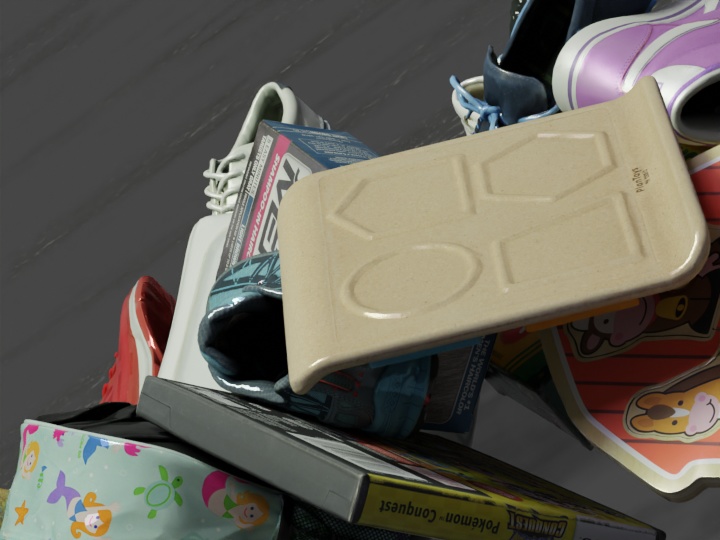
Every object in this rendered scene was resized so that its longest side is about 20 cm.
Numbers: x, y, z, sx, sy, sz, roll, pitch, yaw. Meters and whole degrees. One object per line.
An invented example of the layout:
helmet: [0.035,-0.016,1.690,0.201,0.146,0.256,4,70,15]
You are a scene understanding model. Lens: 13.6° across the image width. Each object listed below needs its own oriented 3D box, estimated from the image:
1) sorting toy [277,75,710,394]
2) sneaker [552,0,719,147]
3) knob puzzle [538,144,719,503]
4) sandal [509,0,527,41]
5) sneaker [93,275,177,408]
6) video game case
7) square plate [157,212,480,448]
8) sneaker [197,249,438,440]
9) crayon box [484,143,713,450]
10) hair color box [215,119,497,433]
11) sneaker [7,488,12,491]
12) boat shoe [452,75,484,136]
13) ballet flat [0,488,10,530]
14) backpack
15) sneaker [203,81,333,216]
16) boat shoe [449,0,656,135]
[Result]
sorting toy: [0.058,-0.014,1.406,0.199,0.037,0.185,-18,28,5]
sneaker: [0.209,-0.108,1.578,0.200,0.073,0.114,-27,30,-35]
knob puzzle: [0.162,0.011,1.362,0.219,0.030,0.221,-19,49,23]
sandal: [0.113,-0.075,1.668,0.075,0.048,0.202,6,86,43]
sneaker: [-0.154,0.087,1.870,0.115,0.078,0.200,-37,23,14]
video game case: [0.017,0.097,1.431,0.200,0.180,0.026,20,95,55]
square plate: [-0.023,0.029,1.690,0.197,0.029,0.201,-4,45,17]
sneaker: [-0.041,0.025,1.488,0.200,0.095,0.080,20,97,61]
crayon box: [0.148,-0.009,1.573,0.200,0.051,0.127,-47,23,-6]
hair color box: [0.000,0.000,1.581,0.200,0.060,0.101,37,115,55]
sneaker: [-0.207,0.161,1.819,0.094,0.070,0.200,-56,27,7]
boat shoe: [0.118,-0.089,1.725,0.200,0.069,0.071,-3,43,55]
ballet flat: [-0.161,0.165,1.631,0.070,0.200,0.071,-8,51,10]
backpack: [-0.087,0.145,1.518,0.177,0.199,0.151,5,73,59]
sneaker: [-0.075,-0.042,1.958,0.073,0.071,0.201,-26,29,36]
boat shoe: [0.088,-0.104,1.614,0.084,0.068,0.201,31,103,45]
